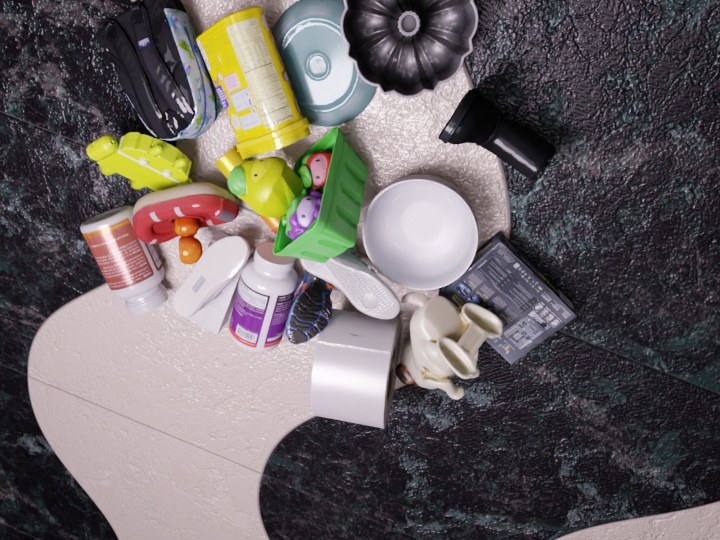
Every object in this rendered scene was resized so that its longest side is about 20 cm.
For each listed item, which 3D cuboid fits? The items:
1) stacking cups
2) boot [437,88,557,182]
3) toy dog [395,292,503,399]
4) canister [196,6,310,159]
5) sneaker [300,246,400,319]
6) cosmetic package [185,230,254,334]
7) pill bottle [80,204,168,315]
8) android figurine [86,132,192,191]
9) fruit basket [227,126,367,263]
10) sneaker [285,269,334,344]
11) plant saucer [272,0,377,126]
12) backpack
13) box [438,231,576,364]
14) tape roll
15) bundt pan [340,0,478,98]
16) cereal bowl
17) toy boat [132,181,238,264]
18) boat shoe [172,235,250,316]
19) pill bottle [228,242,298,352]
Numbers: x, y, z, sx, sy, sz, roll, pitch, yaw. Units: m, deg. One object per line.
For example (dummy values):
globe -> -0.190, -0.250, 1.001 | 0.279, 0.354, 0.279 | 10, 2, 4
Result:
stacking cups -> -0.181, -0.136, 0.994 | 0.060, 0.061, 0.201 | -33, 108, 25
boot -> 0.206, -0.191, 0.796 | 0.161, 0.199, 0.074 | 38, 121, 1
toy dog -> 0.132, 0.148, 0.981 | 0.192, 0.140, 0.201 | 30, 145, 7
canister -> -0.174, -0.298, 0.873 | 0.147, 0.086, 0.203 | 2, 119, 48
sneaker -> 0.000, -0.001, 0.971 | 0.199, 0.118, 0.074 | 34, 120, 7
cosmetic package -> -0.288, 0.027, 1.098 | 0.081, 0.051, 0.202 | 27, 118, -3
pill bottle -> -0.466, -0.019, 1.084 | 0.110, 0.113, 0.204 | -10, 112, 18
android figurine -> -0.384, -0.188, 0.964 | 0.197, 0.042, 0.181 | -3, 158, 40
fruit basket -> -0.104, -0.132, 0.872 | 0.154, 0.216, 0.217 | -26, 109, 45
sneaker -> -0.092, 0.058, 0.992 | 0.075, 0.202, 0.078 | 36, 133, -15
plant saucer -> -0.065, -0.334, 0.878 | 0.195, 0.036, 0.204 | 6, 117, 11
backpack -> -0.319, -0.320, 0.898 | 0.161, 0.153, 0.204 | -22, 87, 19
box -> 0.263, 0.054, 0.977 | 0.199, 0.051, 0.158 | 41, 118, -8
tape roll -> -0.004, 0.182, 1.019 | 0.136, 0.203, 0.207 | 7, 117, 10
bundt pan -> 0.069, -0.366, 0.796 | 0.197, 0.076, 0.206 | 0, 116, 1
cereal bowl -> 0.106, -0.073, 0.935 | 0.196, 0.084, 0.204 | 5, 117, 11
toy boat -> -0.322, -0.077, 0.996 | 0.196, 0.130, 0.134 | -9, 82, 18
boat shoe -> -0.272, 0.011, 1.019 | 0.072, 0.068, 0.201 | 41, 106, 6
pill bottle -> -0.187, 0.052, 1.050 | 0.110, 0.113, 0.203 | 21, 118, 2
